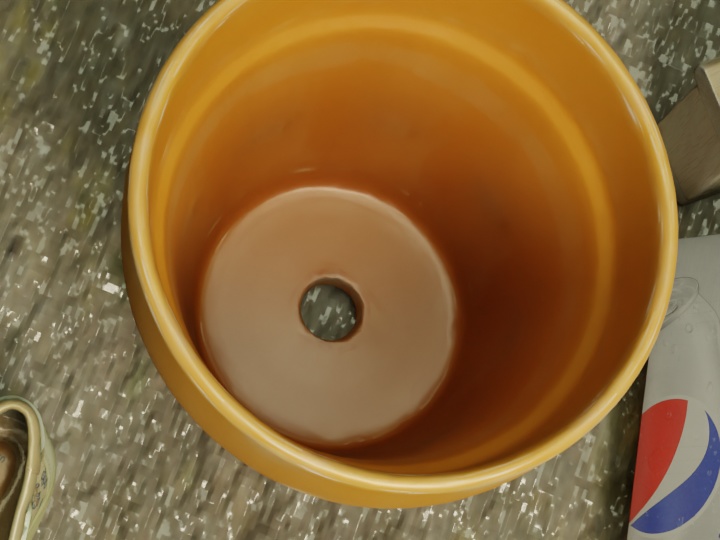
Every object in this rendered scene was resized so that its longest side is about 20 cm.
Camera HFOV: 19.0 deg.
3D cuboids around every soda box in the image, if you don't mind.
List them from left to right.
[{"bbox_3d":[0.157,0.087,0.896,0.068,0.063,0.202,23,69,-41],"label":"soda box"}]

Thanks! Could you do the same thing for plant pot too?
[{"bbox_3d":[0.000,0.000,0.837,0.198,0.183,0.202,3,75,-11],"label":"plant pot"}]

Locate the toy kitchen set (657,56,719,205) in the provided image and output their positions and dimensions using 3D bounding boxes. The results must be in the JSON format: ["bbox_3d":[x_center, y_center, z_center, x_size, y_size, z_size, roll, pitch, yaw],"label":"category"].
[{"bbox_3d":[0.204,-0.168,0.931,0.179,0.163,0.201,-19,80,-15],"label":"toy kitchen set"}]

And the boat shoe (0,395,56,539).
[{"bbox_3d":[-0.176,0.140,0.829,0.073,0.063,0.201,21,73,-6],"label":"boat shoe"}]
